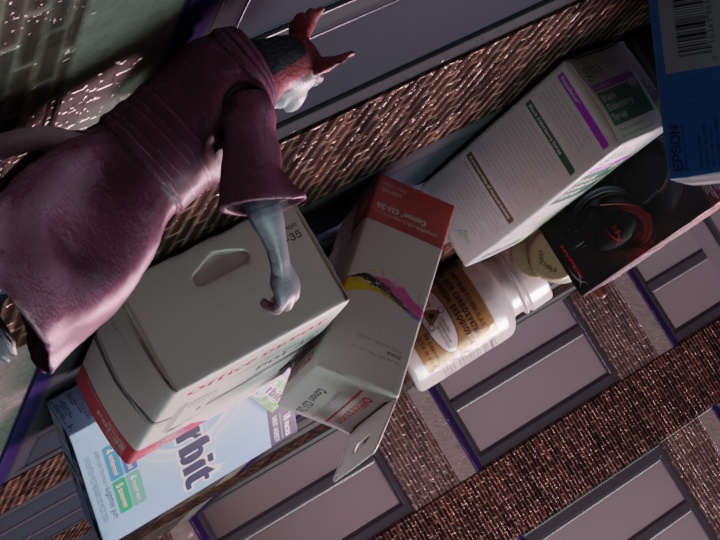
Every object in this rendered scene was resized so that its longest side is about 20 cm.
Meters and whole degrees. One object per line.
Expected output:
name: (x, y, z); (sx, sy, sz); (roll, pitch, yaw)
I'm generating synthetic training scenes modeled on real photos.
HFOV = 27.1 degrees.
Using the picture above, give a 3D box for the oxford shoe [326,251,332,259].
oxford shoe: (0.000, 0.000, 1.308); (0.073, 0.072, 0.200); (-8, -179, 21)

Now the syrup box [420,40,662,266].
syrup box: (0.145, -0.090, 1.190); (0.078, 0.082, 0.200); (-24, 170, -43)

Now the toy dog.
toy dog: (0.224, -0.056, 1.389); (0.201, 0.096, 0.132); (-54, -172, 23)

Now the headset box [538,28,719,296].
headset box: (0.226, -0.095, 1.226); (0.075, 0.150, 0.200); (-24, 170, -46)

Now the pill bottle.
pill bottle: (0.125, 0.047, 1.801); (0.199, 0.115, 0.114); (-32, 172, -3)

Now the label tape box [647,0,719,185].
label tape box: (0.253, -0.136, 1.074); (0.065, 0.145, 0.200); (-7, 179, 16)

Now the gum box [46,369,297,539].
gum box: (-0.150, 0.122, 1.246); (0.199, 0.045, 0.171); (-29, 144, -19)

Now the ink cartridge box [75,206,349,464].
ink cartridge box: (-0.110, 0.049, 1.055); (0.146, 0.083, 0.200); (-28, 171, -25)

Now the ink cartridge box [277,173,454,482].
ink cartridge box: (-0.002, 0.045, 1.117); (0.117, 0.067, 0.202); (130, -20, -64)

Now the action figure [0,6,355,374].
action figure: (-0.092, -0.052, 0.620); (0.200, 0.134, 0.149); (-43, 131, -9)
